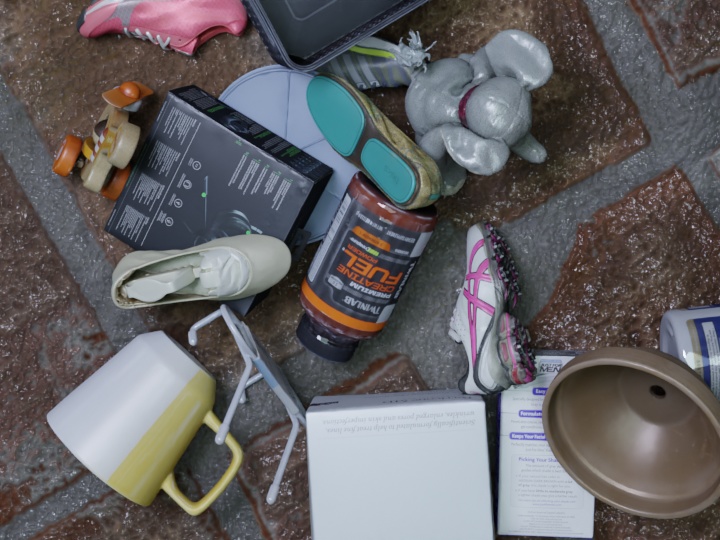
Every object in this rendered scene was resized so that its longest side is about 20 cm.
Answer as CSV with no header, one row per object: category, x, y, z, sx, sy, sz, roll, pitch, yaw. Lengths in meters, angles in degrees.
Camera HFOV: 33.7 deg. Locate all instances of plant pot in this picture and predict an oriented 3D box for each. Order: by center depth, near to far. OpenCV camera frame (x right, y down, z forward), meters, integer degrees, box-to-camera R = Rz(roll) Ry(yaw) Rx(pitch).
plant pot,0.297,0.151,1.236,0.199,0.093,0.203,19,129,24

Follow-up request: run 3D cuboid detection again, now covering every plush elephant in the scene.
plush elephant,0.131,-0.163,1.241,0.154,0.200,0.166,34,87,39

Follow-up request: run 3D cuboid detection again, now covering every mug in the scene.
mug,-0.228,0.163,1.322,0.153,0.149,0.187,-49,121,-6

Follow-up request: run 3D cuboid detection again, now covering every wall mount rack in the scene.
wall mount rack,-0.116,0.138,1.270,0.074,0.174,0.201,-31,132,2

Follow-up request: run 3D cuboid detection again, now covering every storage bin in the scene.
storage bin,-0.023,-0.309,1.227,0.199,0.094,0.136,-32,108,-6

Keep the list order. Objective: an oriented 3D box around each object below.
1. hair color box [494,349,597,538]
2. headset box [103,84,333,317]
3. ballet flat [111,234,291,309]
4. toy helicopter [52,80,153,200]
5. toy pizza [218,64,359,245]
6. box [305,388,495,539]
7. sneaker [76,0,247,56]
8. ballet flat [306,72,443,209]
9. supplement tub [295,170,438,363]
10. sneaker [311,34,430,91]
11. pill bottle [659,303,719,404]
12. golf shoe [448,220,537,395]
hair color box,0.206,0.191,1.331,0.108,0.065,0.203,2,93,3
headset box,-0.148,-0.074,1.297,0.198,0.093,0.176,30,108,4
ballet flat,-0.171,0.007,1.239,0.197,0.069,0.071,-9,91,15
toy helicopter,-0.260,-0.146,1.275,0.078,0.200,0.134,26,88,-22
toy pizza,-0.082,-0.129,1.336,0.197,0.032,0.203,3,103,12
box,0.045,0.238,1.304,0.196,0.131,0.203,-3,92,2
sneaker,-0.219,-0.278,1.328,0.197,0.074,0.088,-14,93,2
ballet flat,0.017,-0.136,1.254,0.071,0.071,0.200,-43,60,3
supplement tub,0.000,0.000,1.299,0.106,0.107,0.202,26,111,1
sneaker,0.003,-0.224,1.330,0.198,0.074,0.082,21,102,7
pill bottle,0.435,0.088,1.294,0.197,0.111,0.113,-6,91,3
golf shoe,0.130,0.038,1.299,0.091,0.073,0.202,-20,56,24
